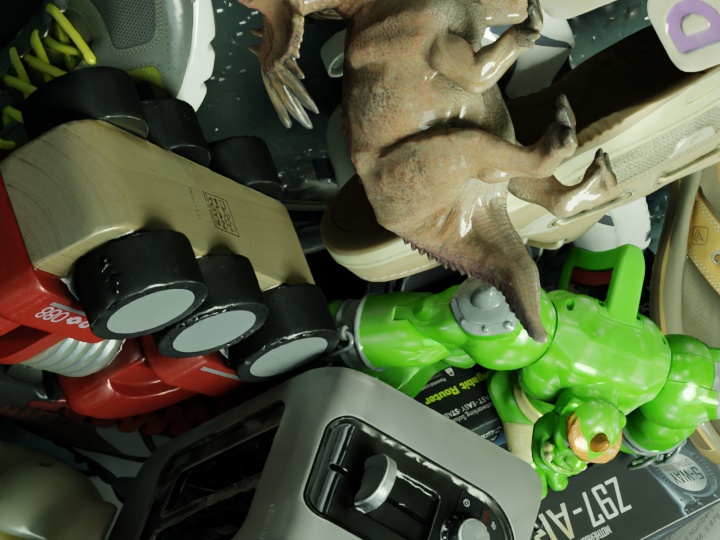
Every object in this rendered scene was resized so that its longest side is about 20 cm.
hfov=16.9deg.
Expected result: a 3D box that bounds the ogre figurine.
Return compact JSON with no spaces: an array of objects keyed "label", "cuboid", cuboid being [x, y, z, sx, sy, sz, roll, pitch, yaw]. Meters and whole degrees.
[{"label":"ogre figurine","cuboid":[0.077,0.040,1.050,0.200,0.098,0.120,38,151,-18]}]

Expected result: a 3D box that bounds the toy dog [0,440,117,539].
[{"label":"toy dog","cuboid":[-0.216,0.104,1.079,0.199,0.194,0.140,24,122,-5]}]

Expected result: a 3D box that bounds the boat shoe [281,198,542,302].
[{"label":"boat shoe","cuboid":[0.000,0.000,1.148,0.199,0.062,0.075,-1,132,-26]}]

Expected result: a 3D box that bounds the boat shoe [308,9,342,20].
[{"label":"boat shoe","cuboid":[0.004,-0.172,0.967,0.072,0.068,0.200,-8,137,-20]}]

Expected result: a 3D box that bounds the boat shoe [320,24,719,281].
[{"label":"boat shoe","cuboid":[0.079,-0.039,1.031,0.200,0.072,0.065,-27,128,-12]}]

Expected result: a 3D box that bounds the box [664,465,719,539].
[{"label":"box","cuboid":[0.269,0.077,1.300,0.198,0.131,0.200,13,126,-34]}]

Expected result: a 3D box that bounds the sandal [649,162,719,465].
[{"label":"sandal","cuboid":[0.179,-0.008,1.143,0.054,0.201,0.080,2,177,38]}]

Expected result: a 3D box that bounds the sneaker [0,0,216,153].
[{"label":"sneaker","cuboid":[-0.128,-0.063,0.996,0.084,0.075,0.200,-13,142,-46]}]

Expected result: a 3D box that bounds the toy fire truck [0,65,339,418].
[{"label":"toy fire truck","cuboid":[-0.128,0.033,0.977,0.200,0.129,0.176,-28,160,18]}]

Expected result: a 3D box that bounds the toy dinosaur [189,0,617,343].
[{"label":"toy dinosaur","cuboid":[0.018,-0.063,0.953,0.135,0.201,0.086,-17,-178,15]}]

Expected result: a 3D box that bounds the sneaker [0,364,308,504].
[{"label":"sneaker","cuboid":[-0.111,0.075,1.164,0.200,0.071,0.098,14,124,-37]}]

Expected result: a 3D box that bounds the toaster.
[{"label":"toaster","cuboid":[-0.035,0.156,1.023,0.119,0.181,0.200,35,145,-21]}]

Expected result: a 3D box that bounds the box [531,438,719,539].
[{"label":"box","cuboid":[0.073,0.152,1.208,0.160,0.044,0.200,-23,167,-27]}]

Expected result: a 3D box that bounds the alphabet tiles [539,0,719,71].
[{"label":"alphabet tiles","cuboid":[0.122,-0.178,0.945,0.195,0.015,0.200,-18,107,40]}]

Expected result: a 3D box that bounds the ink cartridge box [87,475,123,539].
[{"label":"ink cartridge box","cuboid":[-0.152,0.221,1.238,0.145,0.145,0.200,-2,134,-22]}]

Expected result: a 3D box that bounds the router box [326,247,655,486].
[{"label":"router box","cuboid":[0.057,0.078,1.194,0.200,0.062,0.150,-22,153,-30]}]

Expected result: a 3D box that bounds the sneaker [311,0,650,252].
[{"label":"sneaker","cuboid":[0.047,-0.055,1.101,0.129,0.080,0.199,-26,138,4]}]
